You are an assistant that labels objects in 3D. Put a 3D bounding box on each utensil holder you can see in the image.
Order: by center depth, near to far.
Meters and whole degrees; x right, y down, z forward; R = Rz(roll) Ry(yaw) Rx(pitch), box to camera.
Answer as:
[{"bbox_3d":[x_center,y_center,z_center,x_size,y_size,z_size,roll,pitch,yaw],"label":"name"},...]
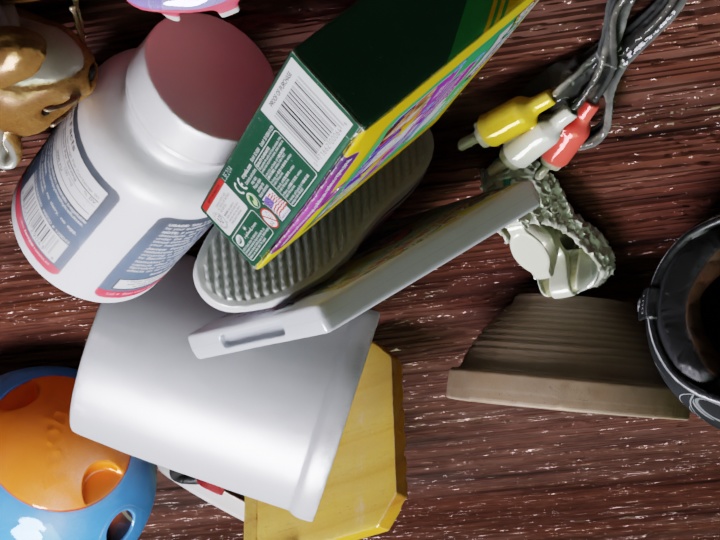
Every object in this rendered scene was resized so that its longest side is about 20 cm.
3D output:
[{"bbox_3d":[-0.103,0.081,1.096,0.199,0.171,0.170,19,150,1],"label":"utensil holder"}]

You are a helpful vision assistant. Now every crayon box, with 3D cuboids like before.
[{"bbox_3d":[0.009,-0.102,0.794,0.058,0.172,0.200,47,152,1],"label":"crayon box"}]

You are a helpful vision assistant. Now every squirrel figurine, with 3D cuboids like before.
[{"bbox_3d":[-0.252,-0.134,0.805,0.198,0.143,0.187,-10,161,17],"label":"squirrel figurine"}]

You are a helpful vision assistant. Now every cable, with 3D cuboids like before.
[{"bbox_3d":[0.153,-0.118,0.907,0.097,0.051,0.200,15,148,-28],"label":"cable"}]

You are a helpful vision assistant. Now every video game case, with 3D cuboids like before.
[{"bbox_3d":[0.000,0.000,0.976,0.199,0.023,0.182,-30,-172,-33],"label":"video game case"}]

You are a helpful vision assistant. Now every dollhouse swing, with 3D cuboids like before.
[{"bbox_3d":[-0.008,0.186,1.291,0.175,0.201,0.182,-15,148,21],"label":"dollhouse swing"}]

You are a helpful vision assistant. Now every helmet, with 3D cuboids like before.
[{"bbox_3d":[0.319,0.040,1.060,0.199,0.202,0.190,-19,162,28],"label":"helmet"}]

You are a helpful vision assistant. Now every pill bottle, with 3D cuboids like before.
[{"bbox_3d":[-0.137,-0.072,0.910,0.119,0.120,0.200,16,146,-28],"label":"pill bottle"}]

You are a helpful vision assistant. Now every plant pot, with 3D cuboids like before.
[{"bbox_3d":[0.173,0.069,1.167,0.199,0.094,0.201,4,176,0],"label":"plant pot"}]

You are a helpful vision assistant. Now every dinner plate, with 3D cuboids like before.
[{"bbox_3d":[-0.139,0.221,1.416,0.199,0.024,0.200,29,172,4],"label":"dinner plate"}]

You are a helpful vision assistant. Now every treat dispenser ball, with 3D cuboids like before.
[{"bbox_3d":[-0.285,0.187,1.281,0.199,0.202,0.201,-1,151,-1],"label":"treat dispenser ball"}]

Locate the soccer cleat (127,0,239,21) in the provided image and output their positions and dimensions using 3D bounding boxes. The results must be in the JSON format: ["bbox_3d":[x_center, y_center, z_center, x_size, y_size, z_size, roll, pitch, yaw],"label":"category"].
[{"bbox_3d":[-0.044,-0.193,0.760,0.198,0.067,0.077,-11,139,14],"label":"soccer cleat"}]

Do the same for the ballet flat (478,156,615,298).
[{"bbox_3d":[0.141,-0.016,1.076,0.071,0.072,0.200,-16,148,25],"label":"ballet flat"}]

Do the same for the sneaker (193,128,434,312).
[{"bbox_3d":[-0.036,-0.021,0.966,0.200,0.073,0.114,-35,172,-27],"label":"sneaker"}]

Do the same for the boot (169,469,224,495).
[{"bbox_3d":[-0.091,0.113,1.217,0.072,0.145,0.199,27,139,-38],"label":"boot"}]
